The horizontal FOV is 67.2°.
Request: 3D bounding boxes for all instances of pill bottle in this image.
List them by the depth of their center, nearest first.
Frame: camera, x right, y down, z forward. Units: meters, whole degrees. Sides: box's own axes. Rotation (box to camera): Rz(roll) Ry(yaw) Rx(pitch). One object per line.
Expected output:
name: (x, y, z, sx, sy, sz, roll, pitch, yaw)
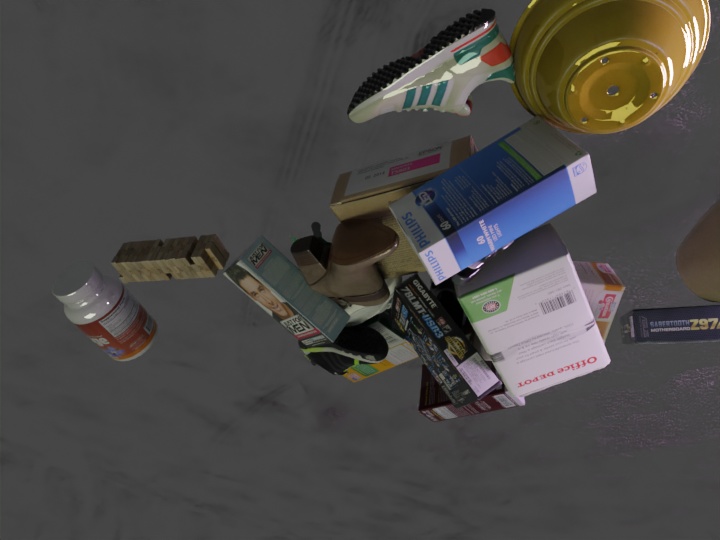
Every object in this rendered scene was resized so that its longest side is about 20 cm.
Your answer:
pill bottle: (-0.492, 0.079, 1.049, 0.112, 0.112, 0.200, -4, 138, 18)

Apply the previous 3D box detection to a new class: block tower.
block tower: (-0.334, -0.020, 0.940, 0.200, 0.054, 0.058, -5, 137, 18)

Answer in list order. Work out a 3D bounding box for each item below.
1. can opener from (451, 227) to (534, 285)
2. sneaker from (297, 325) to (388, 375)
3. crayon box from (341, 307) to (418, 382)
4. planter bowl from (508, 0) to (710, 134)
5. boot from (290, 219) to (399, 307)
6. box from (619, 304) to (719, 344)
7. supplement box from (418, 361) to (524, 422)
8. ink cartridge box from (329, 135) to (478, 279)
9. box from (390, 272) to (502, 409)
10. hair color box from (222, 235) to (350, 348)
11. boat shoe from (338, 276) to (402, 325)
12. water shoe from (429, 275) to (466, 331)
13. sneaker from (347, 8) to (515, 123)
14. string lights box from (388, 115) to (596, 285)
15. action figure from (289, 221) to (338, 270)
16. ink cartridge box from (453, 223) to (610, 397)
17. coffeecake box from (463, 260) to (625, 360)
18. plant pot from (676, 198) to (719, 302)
can opener: (0.181, -0.055, 0.685, 0.053, 0.200, 0.066, 48, 153, 18)
sneaker: (-0.026, 0.149, 0.980, 0.200, 0.072, 0.083, 4, 123, 40)
crayon box: (0.013, 0.144, 1.054, 0.126, 0.052, 0.200, 36, 134, -26)
planter bowl: (0.255, -0.205, 0.559, 0.200, 0.084, 0.201, 7, 140, 6)
boot: (0.000, 0.000, 0.769, 0.200, 0.070, 0.146, 0, 147, 39)
box: (0.477, 0.081, 0.797, 0.158, 0.051, 0.200, -5, 171, 21)
supplement box: (0.212, 0.219, 1.052, 0.200, 0.109, 0.061, -22, 131, 35)
ink cartridge box: (0.085, -0.079, 0.755, 0.200, 0.075, 0.165, -11, 134, 25)
box: (0.123, 0.118, 0.857, 0.050, 0.199, 0.200, -32, 164, -9)
hair color box: (-0.123, 0.041, 0.902, 0.200, 0.061, 0.099, 44, 150, -13)
boat shoe: (0.016, 0.049, 0.931, 0.068, 0.072, 0.200, 19, 140, -30)
water shoe: (0.145, 0.075, 0.920, 0.071, 0.079, 0.200, -2, 139, 15)
sneaker: (0.079, -0.201, 0.614, 0.200, 0.070, 0.093, -23, 124, 31)
string lights box: (0.142, -0.081, 0.609, 0.200, 0.103, 0.059, -31, 131, 6)
action figure: (-0.059, 0.001, 0.900, 0.118, 0.055, 0.200, 10, 144, -1)
ink cartridge box: (0.231, 0.061, 0.738, 0.146, 0.084, 0.200, -24, 120, 15)
coffeecake box: (0.273, 0.064, 0.832, 0.200, 0.073, 0.154, 4, 120, -1)
plant pot: (0.494, -0.037, 0.649, 0.187, 0.188, 0.200, 17, 155, -7)
